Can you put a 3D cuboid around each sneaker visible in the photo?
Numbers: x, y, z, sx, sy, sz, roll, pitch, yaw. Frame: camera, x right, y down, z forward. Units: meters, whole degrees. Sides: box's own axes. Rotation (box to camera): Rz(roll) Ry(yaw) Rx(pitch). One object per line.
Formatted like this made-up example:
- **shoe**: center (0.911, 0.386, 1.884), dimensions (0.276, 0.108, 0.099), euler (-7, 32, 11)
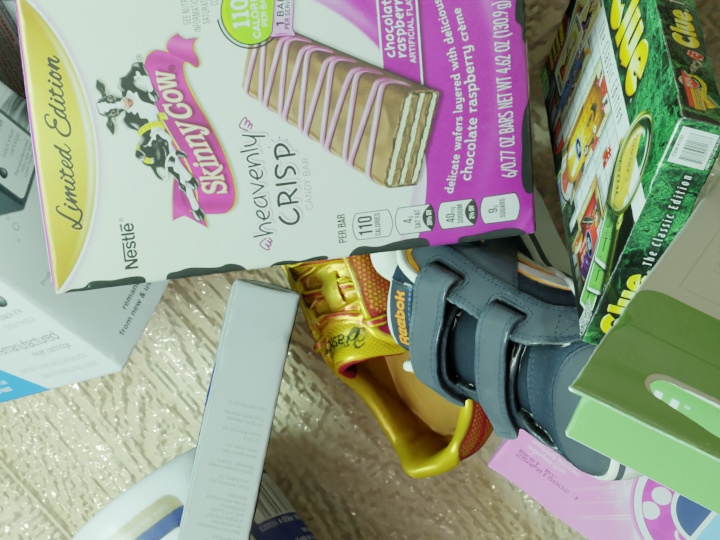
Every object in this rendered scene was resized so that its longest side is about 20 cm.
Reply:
- **sneaker**: center (0.000, 0.000, 1.255), dimensions (0.073, 0.077, 0.200), euler (-31, 99, 33)
- **sneaker**: center (0.058, 0.028, 1.162), dimensions (0.079, 0.200, 0.078), euler (-7, 117, -13)

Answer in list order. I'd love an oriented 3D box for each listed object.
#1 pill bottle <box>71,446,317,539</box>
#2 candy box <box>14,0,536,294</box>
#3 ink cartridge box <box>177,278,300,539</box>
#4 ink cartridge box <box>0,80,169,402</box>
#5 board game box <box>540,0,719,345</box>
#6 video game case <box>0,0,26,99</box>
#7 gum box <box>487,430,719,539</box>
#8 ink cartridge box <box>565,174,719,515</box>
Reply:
- **pill bottle**: center (-0.043, 0.187, 1.312), dimensions (0.200, 0.111, 0.111), euler (53, 124, 14)
- **candy box**: center (-0.034, -0.073, 1.135), dimensions (0.200, 0.061, 0.136), euler (-8, 116, -5)
- **ink cartridge box**: center (-0.064, 0.112, 1.228), dimensions (0.037, 0.200, 0.095), euler (15, 157, -2)
- **ink cartridge box**: center (-0.198, -0.032, 1.249), dimensions (0.200, 0.086, 0.146), euler (35, 153, -24)
- **board game box**: center (0.104, -0.067, 1.110), dimensions (0.023, 0.200, 0.105), euler (16, 121, -12)
- **video game case**: center (-0.123, -0.106, 1.223), dimensions (0.182, 0.023, 0.200), euler (3, 131, 46)
- **gum box**: center (0.164, 0.086, 1.236), dimensions (0.200, 0.066, 0.114), euler (36, 123, 2)
- **ink cartridge box**: center (0.140, 0.040, 0.984), dimensions (0.104, 0.200, 0.059), euler (27, 123, 10)
